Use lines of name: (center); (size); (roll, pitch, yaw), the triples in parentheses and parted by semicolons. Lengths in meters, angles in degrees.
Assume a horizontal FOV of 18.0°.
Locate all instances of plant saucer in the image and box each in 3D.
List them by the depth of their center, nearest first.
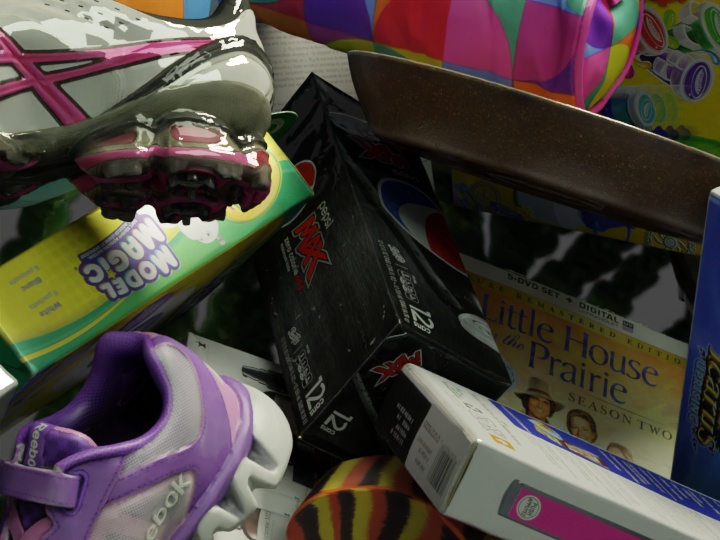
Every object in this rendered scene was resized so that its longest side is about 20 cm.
plant saucer: (0.084, -0.049, 0.984); (0.199, 0.200, 0.035); (19, 91, -15)

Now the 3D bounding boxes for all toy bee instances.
toy bee: (0.071, 0.141, 0.899); (0.200, 0.108, 0.131); (42, 26, -23)

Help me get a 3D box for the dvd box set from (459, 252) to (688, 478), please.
dvd box set: (0.084, 0.092, 1.036); (0.145, 0.029, 0.201); (22, 46, -11)

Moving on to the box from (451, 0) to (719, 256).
box: (0.149, -0.127, 1.090); (0.191, 0.201, 0.122); (12, 39, 22)

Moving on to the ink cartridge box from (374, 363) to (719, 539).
ink cartridge box: (0.107, 0.098, 0.881); (0.199, 0.037, 0.095); (22, 8, -19)

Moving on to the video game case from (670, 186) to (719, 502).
video game case: (0.215, 0.031, 0.989); (0.180, 0.201, 0.045); (-25, 42, -35)

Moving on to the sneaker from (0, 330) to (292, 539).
sneaker: (-0.109, 0.102, 0.840); (0.080, 0.089, 0.201); (12, 59, 38)

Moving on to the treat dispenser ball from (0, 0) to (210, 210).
treat dispenser ball: (-0.162, -0.127, 0.963); (0.199, 0.201, 0.202); (15, 47, -17)

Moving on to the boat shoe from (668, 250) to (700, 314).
boat shoe: (0.188, -0.005, 1.153); (0.071, 0.065, 0.201); (2, 32, -11)

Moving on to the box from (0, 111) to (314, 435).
box: (-0.103, 0.007, 0.941); (0.048, 0.117, 0.200); (51, 47, 1)

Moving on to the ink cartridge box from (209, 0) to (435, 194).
ink cartridge box: (-0.030, -0.123, 1.124); (0.108, 0.050, 0.202); (-6, 87, -33)

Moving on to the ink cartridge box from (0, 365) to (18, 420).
ink cartridge box: (-0.254, 0.047, 0.804); (0.200, 0.145, 0.145); (41, 45, 9)

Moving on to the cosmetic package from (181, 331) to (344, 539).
cosmetic package: (-0.054, 0.125, 0.917); (0.082, 0.051, 0.201); (18, 46, -14)

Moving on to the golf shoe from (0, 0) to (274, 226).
golf shoe: (-0.131, -0.070, 0.853); (0.198, 0.073, 0.093); (4, 73, -15)

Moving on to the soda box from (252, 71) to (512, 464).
soda box: (0.000, 0.000, 0.986); (0.063, 0.071, 0.201); (29, 24, -29)

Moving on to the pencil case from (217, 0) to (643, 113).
pencil case: (0.027, -0.130, 1.018); (0.199, 0.089, 0.088); (19, 41, 20)
